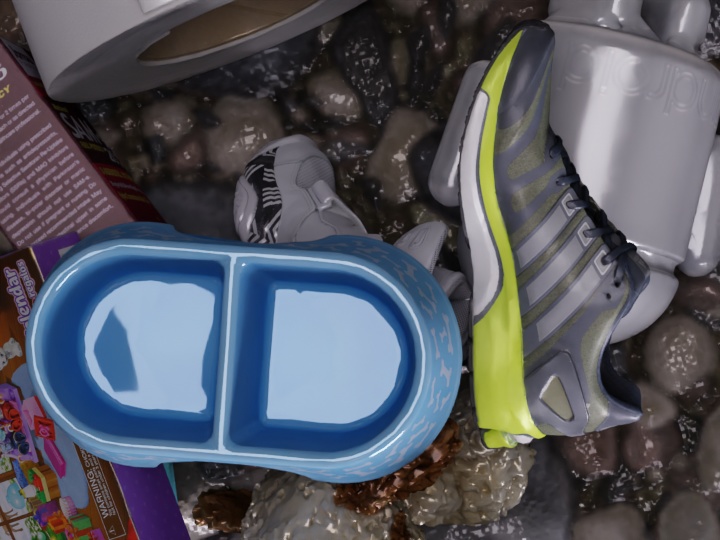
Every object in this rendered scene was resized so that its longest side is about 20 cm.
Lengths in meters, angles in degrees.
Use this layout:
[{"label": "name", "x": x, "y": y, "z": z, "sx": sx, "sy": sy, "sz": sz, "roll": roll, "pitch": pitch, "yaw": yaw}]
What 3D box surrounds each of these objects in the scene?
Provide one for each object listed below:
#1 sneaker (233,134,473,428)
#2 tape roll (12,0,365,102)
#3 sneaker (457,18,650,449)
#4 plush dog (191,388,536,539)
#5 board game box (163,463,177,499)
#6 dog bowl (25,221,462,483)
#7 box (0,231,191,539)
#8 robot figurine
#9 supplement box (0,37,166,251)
[{"label": "sneaker", "x": 0.000, "y": 0.000, "z": 1.104, "sx": 0.114, "sy": 0.201, "sz": 0.075, "roll": -14, "pitch": 130, "yaw": 15}, {"label": "tape roll", "x": -0.071, "y": -0.151, "z": 1.099, "sx": 0.201, "sy": 0.202, "sz": 0.071, "roll": -21, "pitch": 86, "yaw": 2}, {"label": "sneaker", "x": 0.091, "y": -0.016, "z": 1.038, "sx": 0.080, "sy": 0.074, "sz": 0.201, "roll": 0, "pitch": 108, "yaw": 14}, {"label": "plush dog", "x": -0.013, "y": 0.138, "z": 1.098, "sx": 0.160, "sy": 0.172, "sz": 0.201, "roll": 19, "pitch": 90, "yaw": 4}, {"label": "board game box", "x": -0.162, "y": 0.182, "z": 1.169, "sx": 0.151, "sy": 0.045, "sz": 0.201, "roll": -8, "pitch": 88, "yaw": 4}, {"label": "dog bowl", "x": -0.056, "y": 0.036, "z": 1.007, "sx": 0.199, "sy": 0.050, "sz": 0.112, "roll": 4, "pitch": 90, "yaw": 7}, {"label": "box", "x": -0.161, "y": 0.097, "z": 1.093, "sx": 0.136, "sy": 0.039, "sz": 0.201, "roll": -20, "pitch": 90, "yaw": 33}, {"label": "robot figurine", "x": 0.113, "y": -0.049, "z": 1.127, "sx": 0.169, "sy": 0.113, "sz": 0.201, "roll": 14, "pitch": 89, "yaw": -23}, {"label": "supplement box", "x": -0.135, "y": -0.018, "z": 1.144, "sx": 0.061, "sy": 0.109, "sz": 0.200, "roll": -38, "pitch": 87, "yaw": 3}]
